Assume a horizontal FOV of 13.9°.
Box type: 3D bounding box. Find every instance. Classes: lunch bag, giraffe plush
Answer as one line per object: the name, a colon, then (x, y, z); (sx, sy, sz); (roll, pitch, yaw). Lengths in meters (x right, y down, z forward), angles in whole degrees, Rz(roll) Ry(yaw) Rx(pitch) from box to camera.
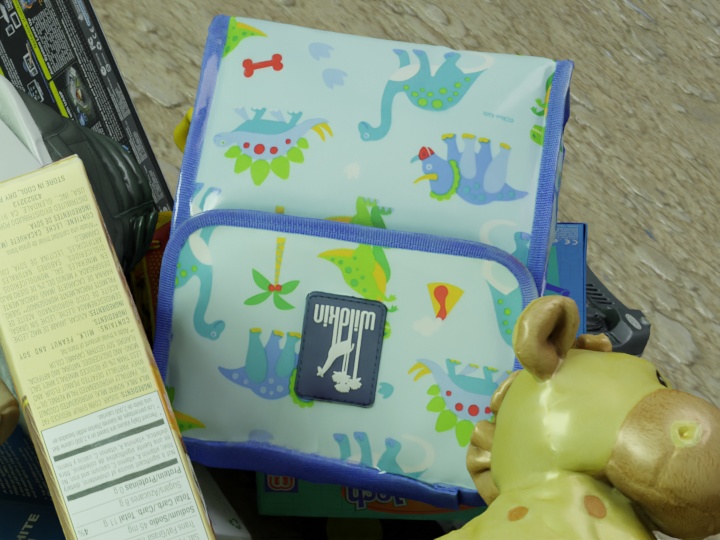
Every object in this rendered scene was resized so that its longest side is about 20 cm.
lunch bag: (0.000, 0.000, 1.311); (0.169, 0.201, 0.128); (8, -20, 6)
giraffe plush: (0.096, 0.108, 1.208); (0.199, 0.163, 0.173); (21, -21, 4)

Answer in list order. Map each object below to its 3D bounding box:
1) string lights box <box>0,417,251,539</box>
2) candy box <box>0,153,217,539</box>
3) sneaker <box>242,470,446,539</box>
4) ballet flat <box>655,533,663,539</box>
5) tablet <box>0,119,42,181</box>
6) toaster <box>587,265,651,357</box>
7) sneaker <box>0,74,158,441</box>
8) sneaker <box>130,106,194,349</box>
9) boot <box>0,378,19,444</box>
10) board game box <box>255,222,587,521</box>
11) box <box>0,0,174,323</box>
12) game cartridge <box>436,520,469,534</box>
string lights box: (-0.153, 0.089, 1.265); (0.200, 0.059, 0.103); (14, 30, -46)
candy box: (-0.098, 0.067, 1.146); (0.115, 0.055, 0.201); (99, -29, -80)
sneaker: (-0.016, 0.092, 1.470); (0.200, 0.066, 0.078); (39, 19, 8)
ballet flat: (0.097, 0.137, 1.564); (0.200, 0.076, 0.064); (39, 8, -21)
tablet: (-0.237, -0.016, 1.225); (0.130, 0.200, 0.014); (46, -20, 24)
toaster: (0.055, 0.045, 1.596); (0.114, 0.129, 0.200); (47, 22, 28)
sneaker: (-0.117, 0.006, 1.284); (0.099, 0.071, 0.201); (17, 45, -57)
sneaker: (-0.083, 0.019, 1.400); (0.077, 0.073, 0.201); (16, 66, -13)
boot: (-0.248, 0.051, 1.128); (0.166, 0.072, 0.200); (38, 47, 16)
board game box: (0.033, 0.044, 1.409); (0.151, 0.045, 0.200); (2, 32, 4)
box: (-0.158, -0.052, 1.393); (0.201, 0.044, 0.160); (68, 29, -16)
game cartridge: (0.087, 0.147, 1.455); (0.200, 0.041, 0.133); (51, 3, -31)
